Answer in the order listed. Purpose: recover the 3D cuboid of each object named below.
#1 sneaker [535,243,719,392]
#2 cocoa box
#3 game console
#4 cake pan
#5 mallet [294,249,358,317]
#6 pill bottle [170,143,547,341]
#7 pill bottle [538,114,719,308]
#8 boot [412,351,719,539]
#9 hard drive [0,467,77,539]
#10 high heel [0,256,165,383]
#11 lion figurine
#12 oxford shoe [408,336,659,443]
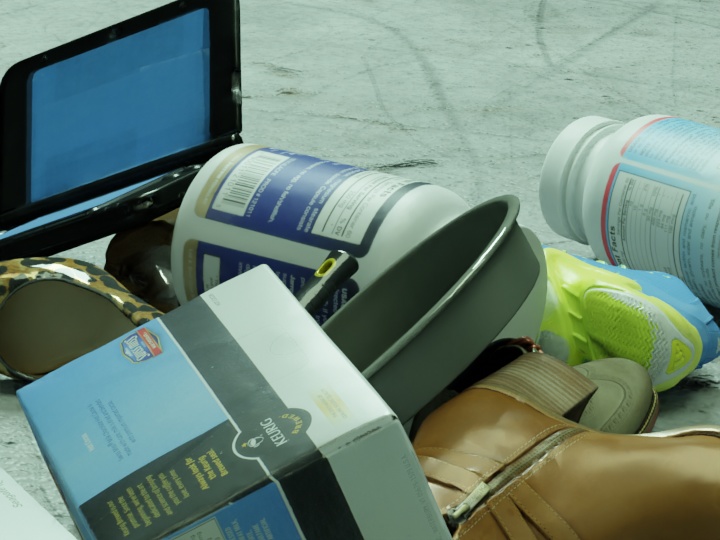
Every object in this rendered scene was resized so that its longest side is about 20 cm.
[{"bbox_3d":[0.127,0.024,1.672,0.200,0.076,0.105,27,17,38],"label":"sneaker"},{"bbox_3d":[-0.048,0.107,1.203,0.131,0.134,0.200,-27,24,-8],"label":"cocoa box"},{"bbox_3d":[-0.176,-0.079,1.734,0.199,0.117,0.176,-18,6,33],"label":"game console"},{"bbox_3d":[0.015,0.040,1.458,0.200,0.037,0.200,-40,8,7],"label":"cake pan"},{"bbox_3d":[-0.073,0.056,1.452,0.066,0.041,0.200,3,41,36],"label":"mallet"},{"bbox_3d":[0.000,0.000,1.630,0.199,0.116,0.116,15,21,32],"label":"pill bottle"},{"bbox_3d":[0.212,-0.037,1.789,0.108,0.109,0.200,-14,24,-42],"label":"pill bottle"},{"bbox_3d":[0.109,0.126,1.349,0.199,0.074,0.155,25,38,24],"label":"boot"},{"bbox_3d":[-0.237,0.136,1.315,0.199,0.027,0.132,-6,20,-28],"label":"hard drive"},{"bbox_3d":[-0.157,0.039,1.537,0.199,0.072,0.143,11,8,-2],"label":"high heel"},{"bbox_3d":[-0.104,-0.026,1.772,0.122,0.073,0.200,2,18,45],"label":"lion figurine"},{"bbox_3d":[0.098,0.069,1.494,0.070,0.075,0.200,15,21,33],"label":"oxford shoe"}]
